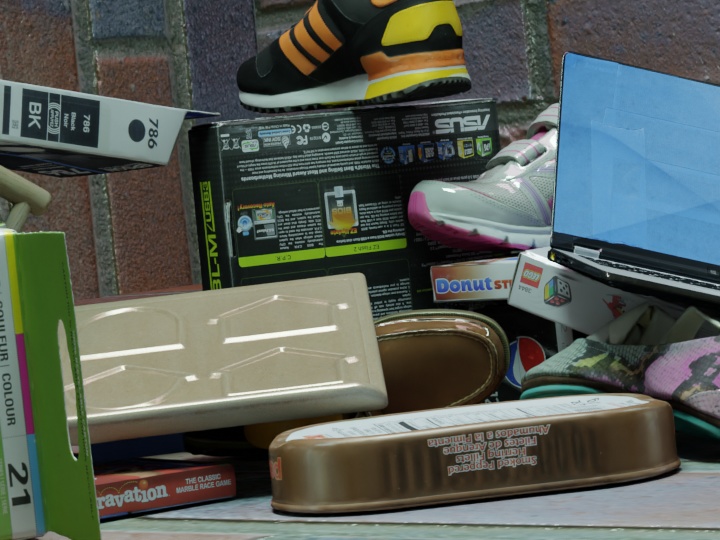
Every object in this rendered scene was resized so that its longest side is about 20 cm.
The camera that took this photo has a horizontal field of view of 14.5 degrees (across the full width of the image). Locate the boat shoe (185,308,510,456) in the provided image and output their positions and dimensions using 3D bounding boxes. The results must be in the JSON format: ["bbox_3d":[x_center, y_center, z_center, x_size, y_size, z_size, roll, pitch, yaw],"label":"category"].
[{"bbox_3d":[-0.013,0.072,1.593,0.199,0.072,0.068,-15,6,6],"label":"boat shoe"}]

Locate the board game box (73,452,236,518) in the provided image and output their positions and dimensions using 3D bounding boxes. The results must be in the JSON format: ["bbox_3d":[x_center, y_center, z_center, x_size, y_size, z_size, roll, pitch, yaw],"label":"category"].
[{"bbox_3d":[-0.160,0.112,1.473,0.103,0.020,0.200,-8,3,-34],"label":"board game box"}]

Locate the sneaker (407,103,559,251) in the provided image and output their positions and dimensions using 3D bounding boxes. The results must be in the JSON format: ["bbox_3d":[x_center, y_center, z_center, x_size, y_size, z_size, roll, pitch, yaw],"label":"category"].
[{"bbox_3d":[0.115,-0.058,1.693,0.199,0.089,0.081,-6,4,-31],"label":"sneaker"}]

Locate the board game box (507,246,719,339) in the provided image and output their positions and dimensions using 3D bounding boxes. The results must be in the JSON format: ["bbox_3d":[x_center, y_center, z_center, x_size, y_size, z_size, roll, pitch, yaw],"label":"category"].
[{"bbox_3d":[0.196,0.030,1.558,0.199,0.035,0.126,21,14,26],"label":"board game box"}]

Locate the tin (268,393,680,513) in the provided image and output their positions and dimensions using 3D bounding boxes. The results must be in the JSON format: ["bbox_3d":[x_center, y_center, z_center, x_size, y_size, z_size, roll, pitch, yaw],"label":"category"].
[{"bbox_3d":[0.054,0.087,1.366,0.199,0.042,0.112,-6,-2,-7],"label":"tin"}]

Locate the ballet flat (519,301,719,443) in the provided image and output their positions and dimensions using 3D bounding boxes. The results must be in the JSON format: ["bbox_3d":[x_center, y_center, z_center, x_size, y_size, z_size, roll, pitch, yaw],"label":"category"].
[{"bbox_3d":[0.155,0.052,1.457,0.069,0.071,0.200,29,-12,-24],"label":"ballet flat"}]

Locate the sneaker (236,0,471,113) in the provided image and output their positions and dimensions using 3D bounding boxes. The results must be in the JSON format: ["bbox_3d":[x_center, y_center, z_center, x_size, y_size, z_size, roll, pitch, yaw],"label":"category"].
[{"bbox_3d":[-0.006,-0.143,1.698,0.070,0.091,0.200,-7,4,-36],"label":"sneaker"}]

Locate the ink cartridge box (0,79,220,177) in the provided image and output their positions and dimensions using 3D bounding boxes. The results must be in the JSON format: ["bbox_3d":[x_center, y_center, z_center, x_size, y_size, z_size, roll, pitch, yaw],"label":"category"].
[{"bbox_3d":[-0.182,-0.079,1.599,0.099,0.039,0.199,-4,-6,44],"label":"ink cartridge box"}]

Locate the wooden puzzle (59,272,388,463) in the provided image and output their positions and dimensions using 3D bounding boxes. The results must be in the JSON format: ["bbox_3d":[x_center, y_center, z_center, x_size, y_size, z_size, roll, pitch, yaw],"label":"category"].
[{"bbox_3d":[-0.082,0.057,1.503,0.184,0.047,0.200,-6,17,-2],"label":"wooden puzzle"}]

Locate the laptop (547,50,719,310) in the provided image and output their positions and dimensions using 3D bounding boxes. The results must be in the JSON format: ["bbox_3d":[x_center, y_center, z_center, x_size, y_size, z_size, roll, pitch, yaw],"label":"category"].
[{"bbox_3d":[0.205,-0.039,1.508,0.186,0.116,0.200,11,4,-10],"label":"laptop"}]

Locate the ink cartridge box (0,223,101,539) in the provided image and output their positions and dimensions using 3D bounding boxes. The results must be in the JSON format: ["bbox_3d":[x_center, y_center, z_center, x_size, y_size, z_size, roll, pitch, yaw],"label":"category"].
[{"bbox_3d":[-0.185,0.055,1.304,0.075,0.149,0.200,-7,3,-20],"label":"ink cartridge box"}]

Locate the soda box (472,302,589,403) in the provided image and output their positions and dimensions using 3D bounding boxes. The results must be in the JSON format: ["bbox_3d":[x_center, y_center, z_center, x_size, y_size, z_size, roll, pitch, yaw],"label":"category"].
[{"bbox_3d":[0.136,0.046,1.711,0.063,0.071,0.200,-6,2,26],"label":"soda box"}]

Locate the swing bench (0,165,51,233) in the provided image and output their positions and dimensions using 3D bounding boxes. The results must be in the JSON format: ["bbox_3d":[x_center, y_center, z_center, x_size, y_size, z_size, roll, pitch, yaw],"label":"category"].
[{"bbox_3d":[-0.300,-0.002,1.464,0.129,0.200,0.200,-4,-33,47],"label":"swing bench"}]

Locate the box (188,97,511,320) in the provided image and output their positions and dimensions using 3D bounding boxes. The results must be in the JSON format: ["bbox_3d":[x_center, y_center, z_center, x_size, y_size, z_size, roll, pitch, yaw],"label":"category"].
[{"bbox_3d":[0.000,0.000,1.698,0.199,0.194,0.047,-8,5,-30],"label":"box"}]

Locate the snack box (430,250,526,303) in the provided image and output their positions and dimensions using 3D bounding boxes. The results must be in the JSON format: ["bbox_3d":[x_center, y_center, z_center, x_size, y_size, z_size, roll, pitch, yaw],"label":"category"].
[{"bbox_3d":[0.119,-0.001,1.698,0.072,0.024,0.200,-2,3,29],"label":"snack box"}]
